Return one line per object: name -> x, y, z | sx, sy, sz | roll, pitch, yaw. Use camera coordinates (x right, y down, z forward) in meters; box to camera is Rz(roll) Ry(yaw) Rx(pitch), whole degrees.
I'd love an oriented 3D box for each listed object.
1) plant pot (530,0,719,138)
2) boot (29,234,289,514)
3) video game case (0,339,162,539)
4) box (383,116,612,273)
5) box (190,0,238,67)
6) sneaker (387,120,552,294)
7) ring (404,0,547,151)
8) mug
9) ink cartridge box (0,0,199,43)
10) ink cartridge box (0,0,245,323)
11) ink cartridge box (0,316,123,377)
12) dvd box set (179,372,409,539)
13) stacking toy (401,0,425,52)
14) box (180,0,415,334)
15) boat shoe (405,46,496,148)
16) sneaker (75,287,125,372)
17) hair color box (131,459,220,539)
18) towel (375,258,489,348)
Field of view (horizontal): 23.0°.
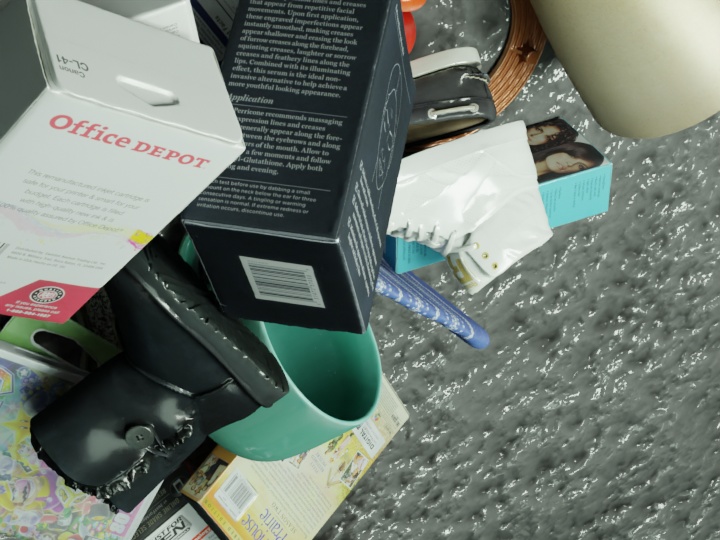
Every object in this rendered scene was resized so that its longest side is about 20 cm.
plant pot -> 0.193, -0.232, 1.319 | 0.187, 0.187, 0.200 | -45, 123, 5
boot -> -0.168, 0.072, 1.233 | 0.168, 0.076, 0.200 | -36, 126, 8
video game case -> -0.241, 0.133, 1.307 | 0.200, 0.018, 0.143 | 22, 108, -23
box -> 0.099, -0.063, 1.439 | 0.199, 0.082, 0.049 | -17, 130, -21
box -> -0.118, -0.181, 1.246 | 0.200, 0.032, 0.121 | -39, 135, 0
sneaker -> 0.056, -0.032, 1.333 | 0.199, 0.074, 0.116 | -19, 92, -22
ring -> 0.065, -0.177, 1.375 | 0.200, 0.019, 0.201 | -17, 130, -21
mug -> -0.077, 0.057, 1.384 | 0.114, 0.186, 0.152 | -29, 153, 29
ink cartridge box -> -0.175, -0.119, 1.144 | 0.144, 0.085, 0.200 | -19, 150, -7
ink cartridge box -> -0.188, -0.061, 1.056 | 0.147, 0.086, 0.200 | 14, 135, -44
ink cartridge box -> -0.271, 0.104, 1.330 | 0.104, 0.059, 0.200 | 35, 102, -27
dvd box set -> -0.051, 0.154, 1.500 | 0.200, 0.029, 0.146 | -51, 136, -18
stacking toy -> 0.029, -0.238, 1.260 | 0.085, 0.085, 0.201 | -2, 124, -31
box -> -0.036, -0.081, 1.193 | 0.107, 0.201, 0.149 | 8, 156, 11
boat shoe -> 0.004, -0.105, 1.328 | 0.199, 0.061, 0.074 | -19, 167, 0
sneaker -> -0.175, 0.070, 1.362 | 0.077, 0.089, 0.200 | -25, 133, -14
hair color box -> -0.135, 0.251, 1.546 | 0.101, 0.061, 0.200 | -39, 136, -1
towel -> 0.000, 0.000, 1.381 | 0.200, 0.145, 0.024 | 27, 98, -41
